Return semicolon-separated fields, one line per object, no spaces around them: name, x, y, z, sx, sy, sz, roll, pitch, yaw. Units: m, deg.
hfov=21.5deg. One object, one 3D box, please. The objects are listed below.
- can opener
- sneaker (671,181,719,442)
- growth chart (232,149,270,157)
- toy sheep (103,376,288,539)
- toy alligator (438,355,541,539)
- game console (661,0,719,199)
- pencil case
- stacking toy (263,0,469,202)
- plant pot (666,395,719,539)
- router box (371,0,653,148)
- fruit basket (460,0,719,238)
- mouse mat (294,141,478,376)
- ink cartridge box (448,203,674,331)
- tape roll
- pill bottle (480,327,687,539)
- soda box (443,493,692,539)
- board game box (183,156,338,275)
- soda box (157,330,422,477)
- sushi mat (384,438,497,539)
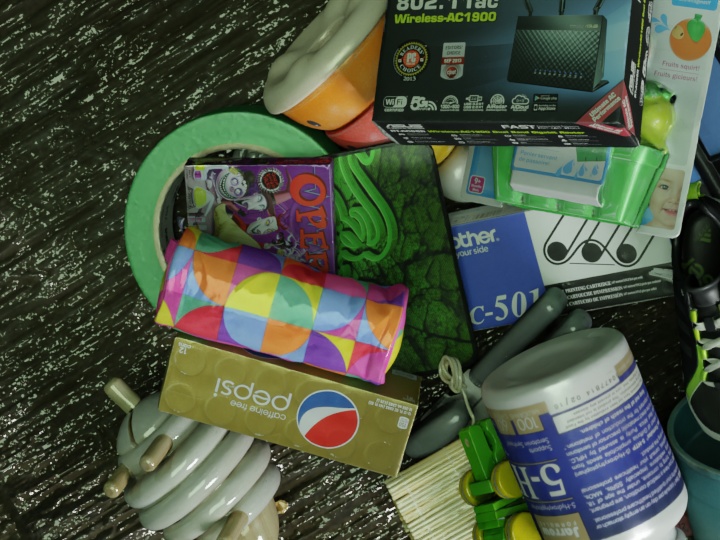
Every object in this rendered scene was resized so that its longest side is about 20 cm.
can opener;0.113;0.094;1.545;0.053;0.066;0.200;41;124;-1
sneaker;0.263;0.033;1.442;0.071;0.083;0.201;-14;73;28
growth chart;-0.034;-0.032;1.596;0.199;0.018;0.145;25;101;3
toy sheep;-0.141;0.165;1.578;0.138;0.138;0.200;-37;101;10
toy alligator;0.113;0.160;1.509;0.054;0.059;0.201;-11;84;-32
game console;0.227;-0.122;1.504;0.116;0.176;0.200;-32;93;-18
pencil case;-0.063;0.025;1.471;0.199;0.088;0.089;18;100;-1
stacking toy;0.033;-0.127;1.532;0.200;0.146;0.146;43;101;-15
plant pot;0.352;0.199;1.499;0.199;0.200;0.189;-7;112;8
router box;0.115;-0.172;1.408;0.199;0.062;0.151;2;77;23
fruit basket;0.173;-0.137;1.445;0.185;0.094;0.201;12;98;25
mouse mat;0.000;0.000;1.530;0.160;0.008;0.201;-11;107;10
ink cartridge box;0.158;-0.013;1.532;0.199;0.044;0.094;-11;106;22
tape roll;-0.094;-0.035;1.570;0.199;0.048;0.201;2;101;9
pill bottle;0.182;0.157;1.449;0.119;0.120;0.201;-22;99;10
soda box;0.173;0.198;1.573;0.199;0.070;0.064;-10;94;9
board game box;-0.077;0.008;1.525;0.119;0.032;0.201;-2;108;3
soda box;-0.056;0.098;1.504;0.199;0.064;0.068;16;110;0
sushi mat;0.123;0.166;1.538;0.200;0.012;0.096;-31;82;6
